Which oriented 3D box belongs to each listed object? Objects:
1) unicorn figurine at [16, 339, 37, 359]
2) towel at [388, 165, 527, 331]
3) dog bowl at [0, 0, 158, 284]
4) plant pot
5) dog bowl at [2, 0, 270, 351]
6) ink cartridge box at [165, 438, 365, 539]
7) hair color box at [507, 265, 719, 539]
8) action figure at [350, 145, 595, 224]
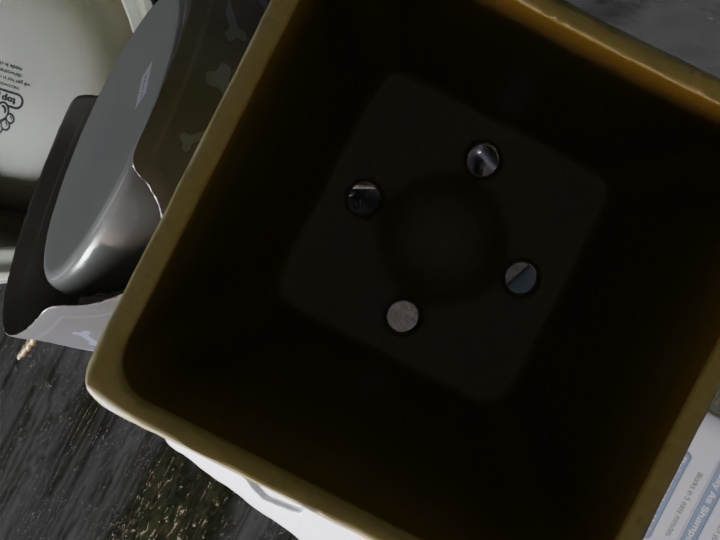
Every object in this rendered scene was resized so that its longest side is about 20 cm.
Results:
[{"bbox_3d":[-0.097,0.007,1.393,0.137,0.074,0.200,13,166,-6],"label":"unicorn figurine"},{"bbox_3d":[0.031,-0.023,1.336,0.034,0.133,0.200,15,171,47],"label":"towel"},{"bbox_3d":[-0.168,-0.096,1.351,0.200,0.200,0.074,26,-165,17],"label":"dog bowl"},{"bbox_3d":[0.032,-0.007,1.013,0.195,0.194,0.200,27,-177,-3],"label":"plant pot"},{"bbox_3d":[-0.089,-0.052,1.194,0.059,0.200,0.200,24,179,-17],"label":"dog bowl"},{"bbox_3d":[0.002,0.051,1.529,0.145,0.200,0.084,36,135,3],"label":"ink cartridge box"},{"bbox_3d":[0.141,0.090,1.302,0.200,0.099,0.061,29,-156,12],"label":"hair color box"},{"bbox_3d":[0.027,-0.049,1.196,0.200,0.102,0.119,8,172,27],"label":"action figure"}]
